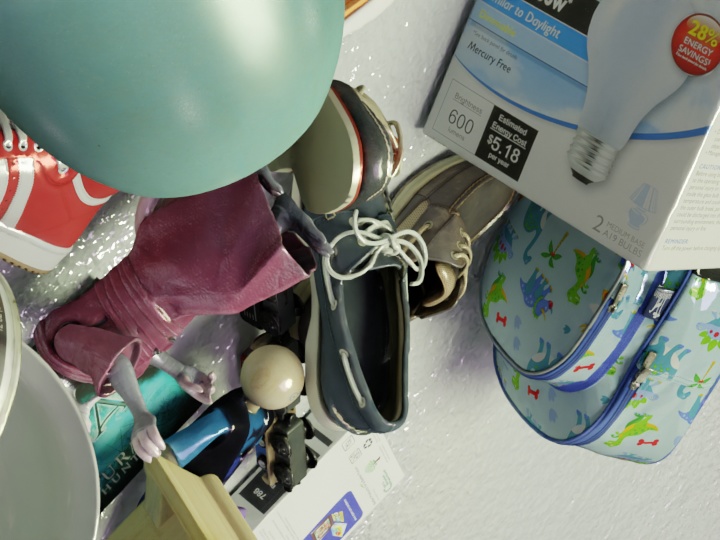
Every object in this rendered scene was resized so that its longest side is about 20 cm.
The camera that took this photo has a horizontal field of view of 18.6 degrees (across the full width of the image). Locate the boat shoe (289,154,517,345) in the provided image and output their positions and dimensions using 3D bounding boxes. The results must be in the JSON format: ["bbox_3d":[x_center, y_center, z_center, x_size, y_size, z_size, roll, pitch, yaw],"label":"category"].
[{"bbox_3d":[0.039,-0.002,1.444,0.200,0.073,0.075,-39,144,-23],"label":"boat shoe"}]

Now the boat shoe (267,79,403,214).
[{"bbox_3d":[-0.008,-0.070,1.225,0.062,0.200,0.071,5,97,-14],"label":"boat shoe"}]

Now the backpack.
[{"bbox_3d":[0.171,0.024,1.546,0.146,0.183,0.201,10,116,-30],"label":"backpack"}]

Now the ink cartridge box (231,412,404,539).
[{"bbox_3d":[-0.058,0.180,1.514,0.200,0.039,0.100,-46,146,-16],"label":"ink cartridge box"}]

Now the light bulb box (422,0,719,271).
[{"bbox_3d":[0.177,-0.133,1.392,0.125,0.198,0.201,-3,120,-52],"label":"light bulb box"}]

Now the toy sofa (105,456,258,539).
[{"bbox_3d":[-0.143,0.213,1.308,0.200,0.083,0.098,-45,138,8],"label":"toy sofa"}]

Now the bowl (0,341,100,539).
[{"bbox_3d":[-0.243,0.120,1.144,0.200,0.090,0.202,3,81,-23],"label":"bowl"}]

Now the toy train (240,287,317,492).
[{"bbox_3d":[-0.057,0.066,1.410,0.034,0.046,0.201,-39,141,-35],"label":"toy train"}]

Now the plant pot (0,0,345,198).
[{"bbox_3d":[-0.096,-0.133,1.019,0.201,0.200,0.161,-42,134,-19],"label":"plant pot"}]

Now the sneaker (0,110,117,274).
[{"bbox_3d":[-0.179,-0.069,1.098,0.112,0.071,0.200,-45,156,10],"label":"sneaker"}]

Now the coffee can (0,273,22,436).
[{"bbox_3d":[-0.272,0.024,0.977,0.200,0.146,0.147,29,95,-46],"label":"coffee can"}]

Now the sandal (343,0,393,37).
[{"bbox_3d":[-0.052,-0.145,1.210,0.207,0.079,0.059,-44,140,-36],"label":"sandal"}]

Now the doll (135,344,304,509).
[{"bbox_3d":[-0.100,0.124,1.371,0.200,0.048,0.136,-55,164,20],"label":"doll"}]

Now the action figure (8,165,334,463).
[{"bbox_3d":[-0.120,0.015,1.198,0.200,0.149,0.134,-36,-175,-3],"label":"action figure"}]

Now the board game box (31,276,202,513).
[{"bbox_3d":[-0.189,0.114,1.298,0.200,0.028,0.135,-48,147,-11],"label":"board game box"}]

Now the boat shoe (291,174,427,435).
[{"bbox_3d":[0.000,0.000,1.341,0.075,0.062,0.201,4,86,-40],"label":"boat shoe"}]
